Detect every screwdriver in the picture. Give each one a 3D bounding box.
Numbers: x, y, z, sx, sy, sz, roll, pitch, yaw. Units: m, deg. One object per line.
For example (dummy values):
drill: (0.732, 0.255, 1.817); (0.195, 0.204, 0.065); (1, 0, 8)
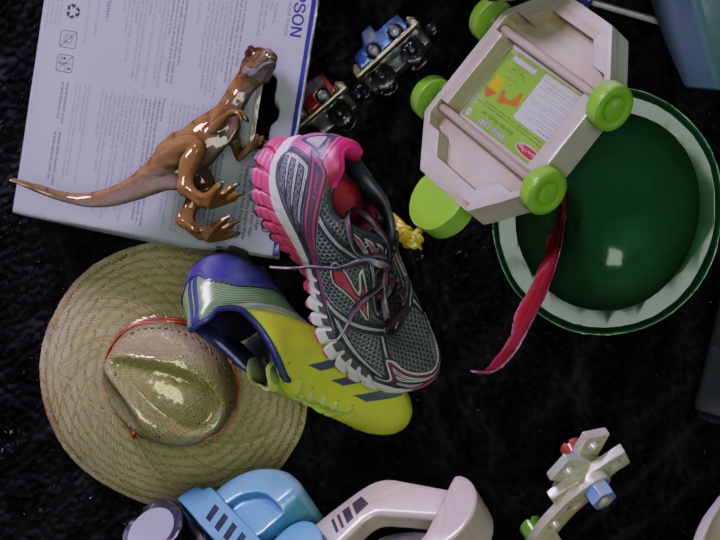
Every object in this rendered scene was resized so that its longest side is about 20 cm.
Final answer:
screwdriver: (0.177, -0.181, 1.284); (0.198, 0.028, 0.029); (19, 51, -2)

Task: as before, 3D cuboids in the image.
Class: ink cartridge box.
ink cartridge box: (-0.131, -0.120, 1.269); (0.198, 0.041, 0.202); (11, 93, 12)

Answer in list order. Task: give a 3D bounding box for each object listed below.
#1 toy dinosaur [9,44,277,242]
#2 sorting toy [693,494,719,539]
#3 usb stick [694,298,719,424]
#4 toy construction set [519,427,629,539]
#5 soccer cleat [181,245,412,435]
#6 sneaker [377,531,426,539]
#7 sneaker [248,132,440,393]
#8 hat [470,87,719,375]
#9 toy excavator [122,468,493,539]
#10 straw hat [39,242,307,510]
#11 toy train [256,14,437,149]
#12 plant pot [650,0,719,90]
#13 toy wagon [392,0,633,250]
toy dinosaur: (-0.124, -0.068, 1.229); (0.199, 0.060, 0.107); (-35, 60, 5)
sorting toy: (0.333, 0.180, 1.277); (0.198, 0.107, 0.182); (16, 83, 9)
usb stick: (0.278, 0.012, 1.284); (0.032, 0.055, 0.202); (10, 95, -39)
toy construction set: (0.159, 0.212, 1.248); (0.091, 0.132, 0.201); (-8, 51, -9)
soccer cleat: (-0.045, 0.066, 1.252); (0.064, 0.084, 0.200); (-33, 121, 32)
sneaker: (0.077, 0.241, 1.248); (0.074, 0.199, 0.101); (-13, 102, -30)
sneaker: (0.000, 0.000, 1.214); (0.074, 0.081, 0.201); (-6, 126, 41)
hat: (0.170, -0.023, 1.219); (0.164, 0.176, 0.202); (12, 94, 0)
toy excavator: (-0.034, 0.183, 1.246); (0.200, 0.194, 0.100); (-42, 131, -11)
straw hat: (-0.133, 0.080, 1.277); (0.198, 0.085, 0.204); (0, 95, 1)
toy train: (-0.028, -0.113, 1.290); (0.200, 0.034, 0.046); (-40, 80, 4)
plant pot: (0.260, -0.226, 1.223); (0.140, 0.141, 0.203); (-8, 97, -3)
toy wagon: (0.093, -0.094, 1.239); (0.039, 0.155, 0.201); (32, 99, -42)
